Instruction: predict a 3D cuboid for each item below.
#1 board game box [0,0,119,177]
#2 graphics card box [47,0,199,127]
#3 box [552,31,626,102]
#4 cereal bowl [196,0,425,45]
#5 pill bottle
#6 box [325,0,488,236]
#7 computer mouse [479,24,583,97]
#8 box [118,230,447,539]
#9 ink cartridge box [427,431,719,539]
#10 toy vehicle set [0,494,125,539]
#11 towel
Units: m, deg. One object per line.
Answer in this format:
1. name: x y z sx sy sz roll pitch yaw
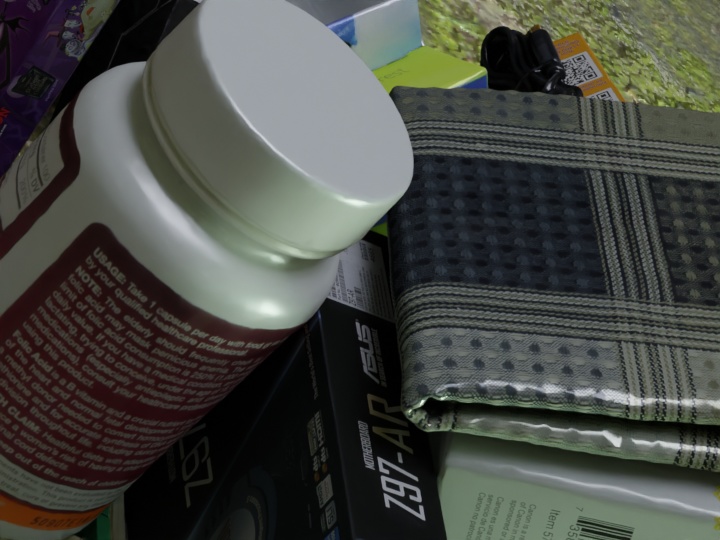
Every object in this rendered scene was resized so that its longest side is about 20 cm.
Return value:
1. board game box: -0.167 -0.132 1.173 0.032 0.120 0.200 21 25 -43
2. graphics card box: -0.044 -0.030 1.196 0.200 0.126 0.051 24 -1 -43
3. box: 0.124 -0.012 1.307 0.200 0.041 0.119 -111 -178 -58
4. cereal bowl: -0.054 -0.089 1.334 0.200 0.083 0.200 32 41 -33
5. pill bottle: -0.080 -0.002 1.028 0.114 0.200 0.114 33 33 -24
6. box: 0.000 0.000 1.179 0.122 0.200 0.048 -25 32 -34
7. computer mouse: 0.053 -0.011 1.304 0.044 0.200 0.110 8 25 -15
8. box: -0.036 0.099 1.058 0.043 0.160 0.200 21 38 -28
9. ink cartridge box: 0.121 0.094 1.101 0.200 0.146 0.145 14 40 -1
10. toy vehicle set: -0.152 0.027 1.134 0.124 0.027 0.200 29 34 -30
11. towel: 0.108 0.003 1.073 0.199 0.035 0.193 5 38 -7
